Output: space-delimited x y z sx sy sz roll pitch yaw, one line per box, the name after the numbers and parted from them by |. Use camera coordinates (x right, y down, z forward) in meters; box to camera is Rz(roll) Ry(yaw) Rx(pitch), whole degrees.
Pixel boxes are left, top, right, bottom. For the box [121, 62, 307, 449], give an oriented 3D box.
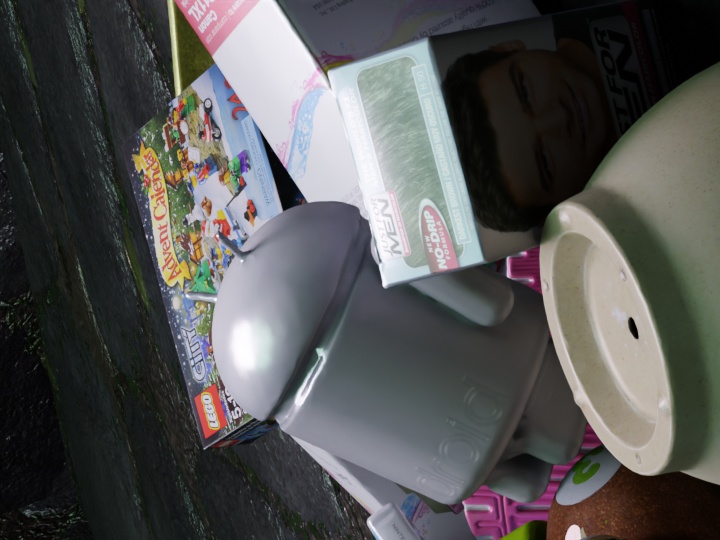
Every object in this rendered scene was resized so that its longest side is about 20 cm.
-0.069 -0.012 1.310 0.136 0.038 0.201 -34 67 47 | box

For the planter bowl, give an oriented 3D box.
0.159 0.011 0.940 0.200 0.134 0.201 161 90 -75 | planter bowl

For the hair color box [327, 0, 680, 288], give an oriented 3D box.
0.077 -0.063 1.021 0.060 0.200 0.099 -14 93 39 | hair color box

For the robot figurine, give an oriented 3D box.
0.014 0.038 1.077 0.170 0.199 0.113 120 173 -47 | robot figurine

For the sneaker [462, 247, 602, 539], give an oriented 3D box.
0.102 0.060 1.249 0.088 0.081 0.201 153 130 -88 | sneaker

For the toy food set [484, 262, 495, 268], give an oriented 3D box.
0.000 0.000 1.296 0.198 0.049 0.201 46 126 39 | toy food set

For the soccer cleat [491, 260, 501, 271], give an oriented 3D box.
0.079 0.047 1.328 0.069 0.085 0.201 0 -111 -83 | soccer cleat

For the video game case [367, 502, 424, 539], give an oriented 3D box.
0.072 0.228 1.290 0.182 0.023 0.200 54 176 17 | video game case

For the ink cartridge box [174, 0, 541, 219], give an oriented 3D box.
0.017 -0.110 1.172 0.200 0.146 0.083 57 144 4 | ink cartridge box

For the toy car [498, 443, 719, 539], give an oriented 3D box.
0.115 0.147 1.022 0.200 0.164 0.158 11 -130 -56 | toy car

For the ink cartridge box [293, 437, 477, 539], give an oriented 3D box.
0.029 0.120 1.452 0.200 0.085 0.144 47 172 -18 | ink cartridge box

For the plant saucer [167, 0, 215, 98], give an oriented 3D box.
-0.032 -0.121 1.371 0.199 0.048 0.201 10 110 43 | plant saucer
